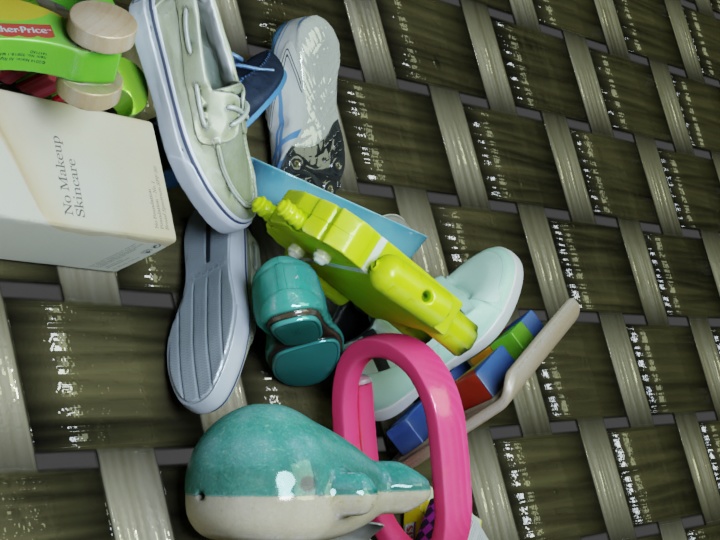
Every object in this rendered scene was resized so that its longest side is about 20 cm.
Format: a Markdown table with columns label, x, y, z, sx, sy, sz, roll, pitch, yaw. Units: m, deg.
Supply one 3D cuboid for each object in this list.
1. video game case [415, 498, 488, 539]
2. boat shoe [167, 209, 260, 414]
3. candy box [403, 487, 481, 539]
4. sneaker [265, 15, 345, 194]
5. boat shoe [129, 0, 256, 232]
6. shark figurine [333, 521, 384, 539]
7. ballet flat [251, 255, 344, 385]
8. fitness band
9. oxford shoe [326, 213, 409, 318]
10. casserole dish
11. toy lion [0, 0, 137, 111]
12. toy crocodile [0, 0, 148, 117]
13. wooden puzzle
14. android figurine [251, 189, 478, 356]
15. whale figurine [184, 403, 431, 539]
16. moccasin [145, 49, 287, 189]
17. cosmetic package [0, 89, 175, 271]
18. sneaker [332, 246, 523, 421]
| label | x | y | z | sx | sy | sz | roll | pitch | yaw |
| --- | --- | --- | --- | --- | --- | --- | --- | --- | --- |
| video game case | 0.088 | 0.323 | 1.466 | 0.182 | 0.036 | 0.201 | 59 | 31 | -23 |
| boat shoe | -0.107 | 0.031 | 1.379 | 0.062 | 0.072 | 0.201 | 42 | 39 | -41 |
| candy box | 0.074 | 0.297 | 1.523 | 0.102 | 0.026 | 0.202 | 36 | 44 | -40 |
| sneaker | -0.057 | -0.131 | 1.560 | 0.071 | 0.072 | 0.202 | 12 | 75 | -35 |
| boat shoe | -0.121 | -0.129 | 1.342 | 0.072 | 0.062 | 0.202 | -36 | 107 | -59 |
| shark figurine | -0.025 | 0.228 | 1.368 | 0.214 | 0.089 | 0.129 | -3 | 72 | -58 |
| ballet flat | -0.051 | 0.036 | 1.389 | 0.200 | 0.067 | 0.071 | 83 | -3 | -71 |
| fitness band | 0.035 | 0.150 | 1.405 | 0.037 | 0.143 | 0.202 | -15 | 104 | -37 |
| oxford shoe | 0.015 | 0.003 | 1.587 | 0.076 | 0.057 | 0.200 | 58 | 32 | -11 |
| casserole dish | -0.035 | -0.050 | 1.463 | 0.199 | 0.121 | 0.039 | 23 | 91 | -29 |
| toy lion | -0.273 | -0.193 | 1.189 | 0.198 | 0.069 | 0.192 | -1 | 42 | -26 |
| toy crocodile | -0.244 | -0.159 | 1.293 | 0.199 | 0.067 | 0.062 | 17 | 57 | -51 |
| wooden puzzle | 0.093 | 0.107 | 1.520 | 0.046 | 0.200 | 0.185 | 47 | 34 | 0 |
| android figurine | 0.000 | 0.000 | 1.353 | 0.200 | 0.182 | 0.041 | 37 | 78 | -28 |
| whale figurine | -0.040 | 0.154 | 1.319 | 0.199 | 0.158 | 0.105 | 1 | 85 | -37 |
| moccasin | -0.123 | -0.146 | 1.454 | 0.068 | 0.080 | 0.200 | 53 | 34 | -14 |
| cosmetic package | -0.233 | -0.065 | 1.249 | 0.199 | 0.073 | 0.104 | 7 | 65 | -55 |
| sneaker | 0.057 | 0.029 | 1.496 | 0.200 | 0.074 | 0.119 | -44 | 134 | -14 |
